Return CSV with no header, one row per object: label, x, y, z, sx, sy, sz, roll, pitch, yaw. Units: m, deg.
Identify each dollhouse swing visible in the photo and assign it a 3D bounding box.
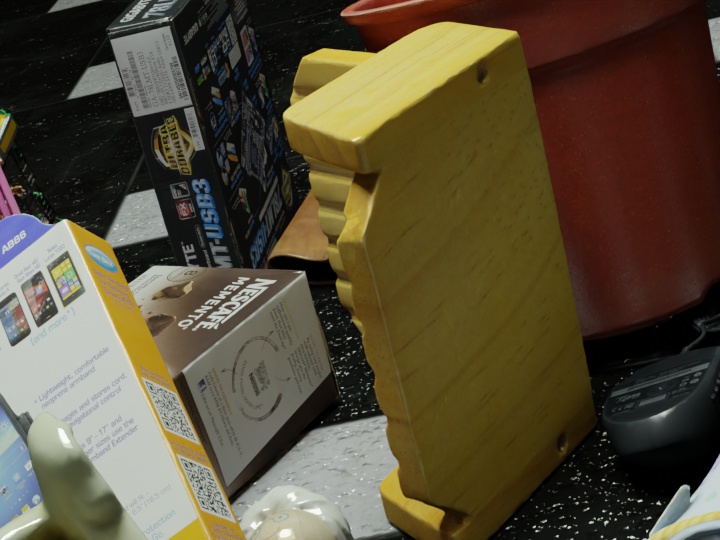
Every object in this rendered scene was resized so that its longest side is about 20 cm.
dollhouse swing,0.000,0.000,0.810,0.175,0.201,0.182,4,28,38

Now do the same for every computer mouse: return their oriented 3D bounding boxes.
computer mouse,0.164,0.049,0.829,0.058,0.034,0.200,-20,11,29

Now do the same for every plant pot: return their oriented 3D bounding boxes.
plant pot,0.114,-0.077,0.910,0.199,0.197,0.201,-18,12,4

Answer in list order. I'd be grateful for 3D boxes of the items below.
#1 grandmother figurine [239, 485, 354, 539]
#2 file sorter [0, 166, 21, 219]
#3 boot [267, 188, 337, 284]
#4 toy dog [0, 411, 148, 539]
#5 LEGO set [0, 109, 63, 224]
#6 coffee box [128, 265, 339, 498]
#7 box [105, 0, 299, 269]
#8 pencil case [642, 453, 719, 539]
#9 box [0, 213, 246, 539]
grandmother figurine,-0.014,0.143,0.660,0.121,0.061,0.200,-21,22,-5
file sorter,-0.253,0.005,0.938,0.138,0.126,0.200,-21,-15,-16
boot,0.045,-0.078,1.109,0.187,0.069,0.201,-7,35,24
toy dog,-0.138,0.170,0.551,0.199,0.140,0.194,-36,-13,-18
LEGO set,-0.278,-0.018,1.111,0.153,0.200,0.117,11,62,9
coffee box,-0.114,0.076,0.864,0.112,0.080,0.200,1,27,36
box,-0.095,-0.093,1.109,0.049,0.200,0.200,-8,22,11
pencil case,0.173,0.082,0.659,0.090,0.084,0.200,-1,25,29
box,-0.135,0.074,0.731,0.119,0.041,0.201,-36,58,12
